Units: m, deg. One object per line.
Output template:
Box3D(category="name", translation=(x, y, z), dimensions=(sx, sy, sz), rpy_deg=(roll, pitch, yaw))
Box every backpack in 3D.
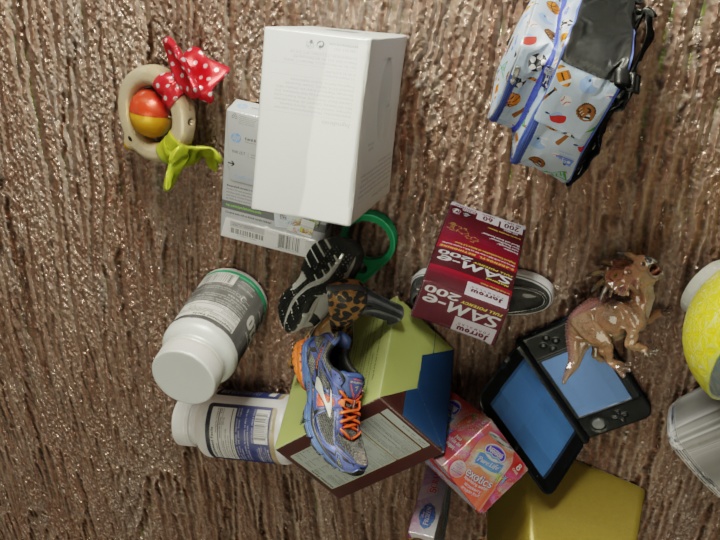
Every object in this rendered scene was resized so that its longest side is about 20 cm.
Box3D(category="backpack", translation=(0.222, -0.200, 0.980), dimensions=(0.153, 0.200, 0.191), rpy_deg=(19, 133, 11))

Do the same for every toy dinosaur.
Box3D(category="toy dinosaur", translation=(0.321, 0.057, 1.161), dimensions=(0.200, 0.086, 0.136), rpy_deg=(-40, 104, 24))

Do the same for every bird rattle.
Box3D(category="bird rattle", translation=(-0.262, -0.209, 1.177), dimensions=(0.162, 0.113, 0.201), rpy_deg=(16, 124, 27))

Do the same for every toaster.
Box3D(category="toaster", translation=(0.508, 0.223, 1.207), dimensions=(0.200, 0.114, 0.129), rpy_deg=(44, 126, -15))

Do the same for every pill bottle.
Box3D(category="pill bottle", translation=(-0.200, 0.251, 1.448), dimensions=(0.199, 0.111, 0.111), rpy_deg=(2, 123, 16))
Box3D(category="pill bottle", translation=(-0.218, 0.094, 1.294), dimensions=(0.113, 0.200, 0.114), rpy_deg=(8, 125, 12))

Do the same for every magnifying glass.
Box3D(category="magnifying glass", translation=(0.000, 0.000, 1.278), dimensions=(0.079, 0.022, 0.201), rpy_deg=(19, 124, 5))

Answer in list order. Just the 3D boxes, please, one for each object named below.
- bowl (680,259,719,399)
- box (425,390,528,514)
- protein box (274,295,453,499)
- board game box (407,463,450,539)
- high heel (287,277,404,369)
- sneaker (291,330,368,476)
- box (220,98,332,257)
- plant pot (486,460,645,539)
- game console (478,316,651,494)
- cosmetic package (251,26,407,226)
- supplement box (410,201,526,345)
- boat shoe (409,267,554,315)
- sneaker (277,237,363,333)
Box3D(category="bowl", translation=(0.462, 0.049, 1.095), dimensions=(0.108, 0.199, 0.201), rpy_deg=(48, 138, 38))
Box3D(category="box", translation=(0.137, 0.248, 1.280), dimensions=(0.095, 0.200, 0.103), rpy_deg=(-40, 109, -8))
Box3D(category="protein box", translation=(0.010, 0.182, 1.274), dimensions=(0.200, 0.199, 0.135), rpy_deg=(-31, 118, 31))
Box3D(category="board game box", translation=(0.108, 0.403, 1.397), dimensions=(0.041, 0.200, 0.201), rpy_deg=(10, 124, 11))
Box3D(category="high heel", translation=(-0.057, 0.074, 1.203), dimensions=(0.200, 0.072, 0.142), rpy_deg=(-31, 146, 26))
Box3D(category="sneaker", translation=(-0.029, 0.161, 1.121), dimensions=(0.078, 0.201, 0.075), rpy_deg=(-34, 150, 26))
Box3D(category="box", translation=(-0.110, -0.121, 1.219), dimensions=(0.155, 0.041, 0.201), rpy_deg=(14, 126, 7))
Box3D(category="plant pot", translation=(0.300, 0.426, 1.352), dimensions=(0.195, 0.200, 0.195), rpy_deg=(22, 126, 3))
Box3D(category="game console", translation=(0.290, 0.188, 1.245), dimensions=(0.170, 0.118, 0.200), rpy_deg=(-27, 112, 28))
Box3D(category="cosmetic package", translation=(-0.033, -0.175, 1.031), dimensions=(0.122, 0.199, 0.201), rpy_deg=(9, 106, 12))
Box3D(category="supplement box", translation=(0.140, -0.002, 1.119), dimensions=(0.108, 0.200, 0.061), rpy_deg=(19, 126, 4))
Box3D(category="boat shoe", translation=(0.162, 0.037, 1.220), dimensions=(0.199, 0.066, 0.070), rpy_deg=(8, 124, 13))
Box3D(category="sneaker", translation=(-0.044, 0.016, 1.248), dimensions=(0.200, 0.080, 0.074), rpy_deg=(-47, 57, 46))
